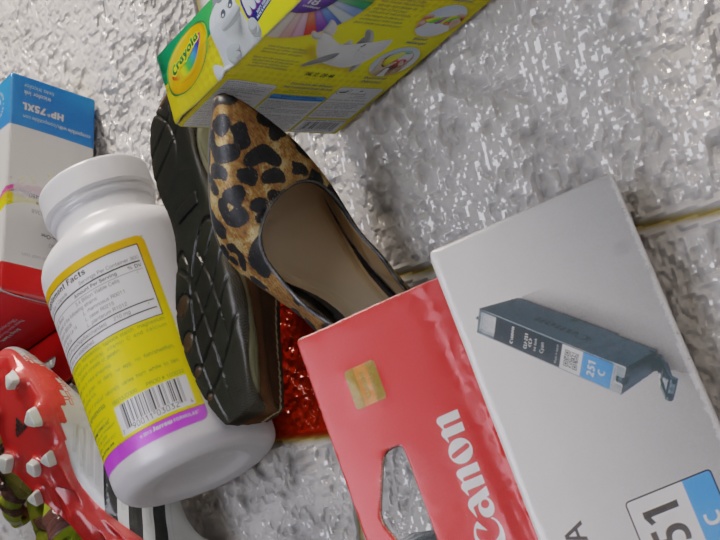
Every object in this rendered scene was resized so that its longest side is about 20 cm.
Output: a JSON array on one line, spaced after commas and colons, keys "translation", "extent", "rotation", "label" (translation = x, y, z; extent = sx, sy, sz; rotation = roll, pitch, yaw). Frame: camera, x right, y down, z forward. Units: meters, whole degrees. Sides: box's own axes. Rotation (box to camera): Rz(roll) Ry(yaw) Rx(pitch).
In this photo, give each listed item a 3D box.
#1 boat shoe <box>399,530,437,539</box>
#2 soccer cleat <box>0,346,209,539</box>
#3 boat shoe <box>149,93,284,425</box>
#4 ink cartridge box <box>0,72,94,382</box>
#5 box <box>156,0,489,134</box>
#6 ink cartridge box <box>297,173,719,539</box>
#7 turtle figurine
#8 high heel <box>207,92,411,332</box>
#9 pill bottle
[{"translation": [0.065, 0.230, 0.747], "extent": [0.062, 0.071, 0.202], "rotation": [112, 139, -59], "label": "boat shoe"}, {"translation": [-0.163, 0.128, 0.933], "extent": [0.201, 0.085, 0.069], "rotation": [50, 128, 13], "label": "soccer cleat"}, {"translation": [-0.065, -0.015, 0.841], "extent": [0.075, 0.073, 0.203], "rotation": [-32, 64, 53], "label": "boat shoe"}, {"translation": [-0.237, -0.014, 0.993], "extent": [0.116, 0.067, 0.203], "rotation": [-30, 54, 44], "label": "ink cartridge box"}, {"translation": [-0.003, -0.138, 0.735], "extent": [0.199, 0.116, 0.049], "rotation": [-34, 68, 42], "label": "box"}, {"translation": [0.073, 0.084, 0.667], "extent": [0.174, 0.045, 0.202], "rotation": [-24, 74, 10], "label": "ink cartridge box"}, {"translation": [-0.219, 0.129, 1.014], "extent": [0.201, 0.064, 0.162], "rotation": [-59, 44, 30], "label": "turtle figurine"}, {"translation": [0.000, 0.000, 0.742], "extent": [0.142, 0.071, 0.202], "rotation": [14, 136, 50], "label": "high heel"}, {"translation": [-0.131, 0.033, 0.899], "extent": [0.104, 0.103, 0.202], "rotation": [-40, 65, 41], "label": "pill bottle"}]
